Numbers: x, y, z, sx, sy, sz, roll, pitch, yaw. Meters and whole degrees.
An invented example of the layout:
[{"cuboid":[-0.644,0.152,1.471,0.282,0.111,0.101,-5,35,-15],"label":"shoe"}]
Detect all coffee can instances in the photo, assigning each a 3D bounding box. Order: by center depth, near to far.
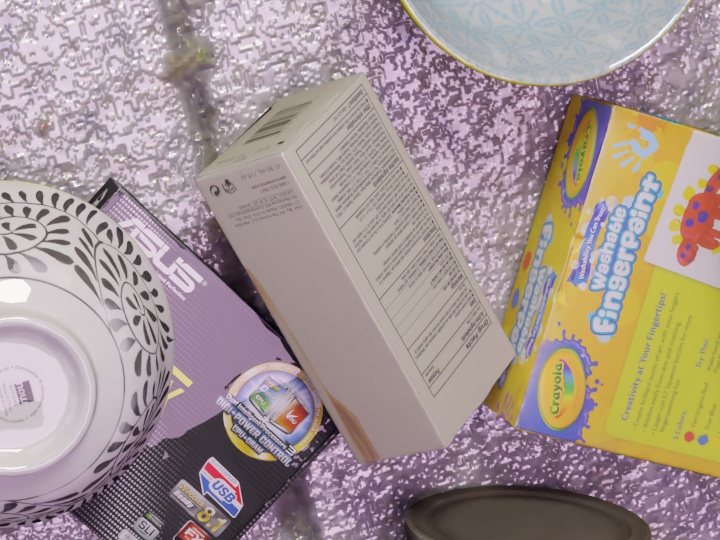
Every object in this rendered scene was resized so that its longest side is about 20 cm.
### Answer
[{"cuboid":[0.094,0.246,1.347,0.146,0.146,0.200,0,102,-14],"label":"coffee can"}]

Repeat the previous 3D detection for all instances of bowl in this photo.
[{"cuboid":[-0.193,0.056,1.215,0.200,0.094,0.201,-3,101,-14],"label":"bowl"},{"cuboid":[0.092,-0.210,1.266,0.200,0.108,0.200,-3,103,-13],"label":"bowl"}]

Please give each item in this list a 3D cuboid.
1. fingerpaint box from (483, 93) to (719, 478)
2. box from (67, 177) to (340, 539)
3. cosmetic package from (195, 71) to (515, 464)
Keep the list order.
[{"cuboid":[0.184,0.012,1.356,0.167,0.073,0.200,14,97,-18],"label":"fingerpaint box"},{"cuboid":[-0.126,0.071,1.306,0.160,0.044,0.200,-46,108,0],"label":"box"},{"cuboid":[0.000,0.000,1.285,0.105,0.071,0.200,-47,115,-47],"label":"cosmetic package"}]
